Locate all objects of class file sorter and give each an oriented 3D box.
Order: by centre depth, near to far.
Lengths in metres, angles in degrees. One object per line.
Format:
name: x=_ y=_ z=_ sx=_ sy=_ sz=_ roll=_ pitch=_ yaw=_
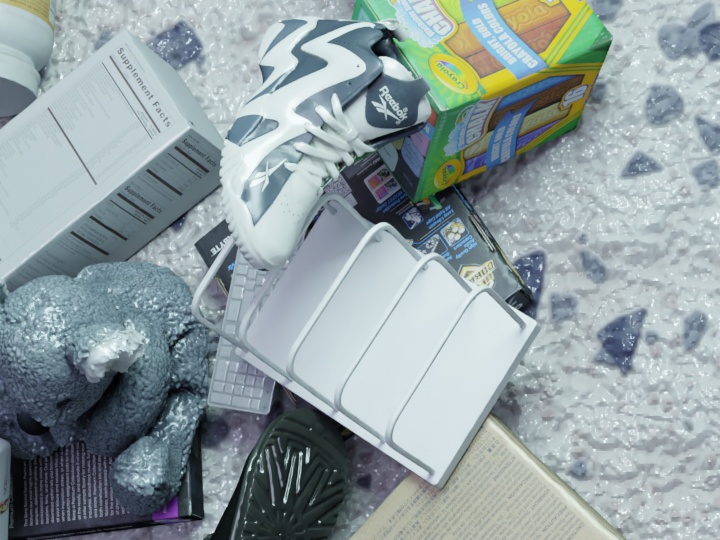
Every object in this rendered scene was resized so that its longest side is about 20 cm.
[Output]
file sorter: x=-0.001 y=0.035 z=1.448 sx=0.199 sy=0.124 sz=0.139 roll=31 pitch=86 yaw=28

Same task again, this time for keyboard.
keyboard: x=-0.075 y=0.009 z=1.561 sx=0.056 sy=0.011 sz=0.202 roll=8 pitch=80 yaw=21

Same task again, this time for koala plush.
koala plush: x=-0.212 y=0.060 z=1.505 sx=0.176 sy=0.200 sz=0.185 roll=21 pitch=82 yaw=22

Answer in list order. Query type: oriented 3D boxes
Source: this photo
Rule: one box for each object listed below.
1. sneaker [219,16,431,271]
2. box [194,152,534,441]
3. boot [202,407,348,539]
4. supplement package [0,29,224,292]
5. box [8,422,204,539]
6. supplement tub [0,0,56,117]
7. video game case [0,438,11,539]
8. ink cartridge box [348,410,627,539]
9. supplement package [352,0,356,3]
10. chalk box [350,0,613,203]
sneaker: x=-0.015 y=-0.096 z=1.386 sx=0.129 sy=0.080 sz=0.200 roll=-8 pitch=48 yaw=31
box: x=0.000 y=0.000 z=1.567 sx=0.200 sy=0.050 sz=0.199 roll=-38 pitch=70 yaw=8
boot: x=-0.101 y=0.206 z=1.514 sx=0.157 sy=0.079 sz=0.212 roll=-15 pitch=47 yaw=54
supplement package: x=-0.217 y=-0.077 z=1.627 sx=0.199 sy=0.109 sz=0.114 roll=-37 pitch=68 yaw=7
box: x=-0.224 y=0.139 z=1.615 sx=0.198 sy=0.036 sz=0.144 roll=-8 pitch=73 yaw=15
supplement tub: x=-0.325 y=-0.242 z=1.687 sx=0.143 sy=0.145 sz=0.202 roll=-3 pitch=75 yaw=18
video game case: x=-0.363 y=0.181 z=1.602 sx=0.199 sy=0.023 sz=0.183 roll=21 pitch=121 yaw=23
ink cartridge box: x=0.081 y=0.225 z=1.467 sx=0.200 sy=0.075 sz=0.165 roll=-47 pitch=67 yaw=2
supplement package: x=0.032 y=-0.311 z=1.597 sx=0.119 sy=0.121 sz=0.202 roll=-17 pitch=71 yaw=13
chalk box: x=0.063 y=-0.147 z=1.499 sx=0.199 sy=0.124 sz=0.125 roll=-25 pitch=66 yaw=-23
